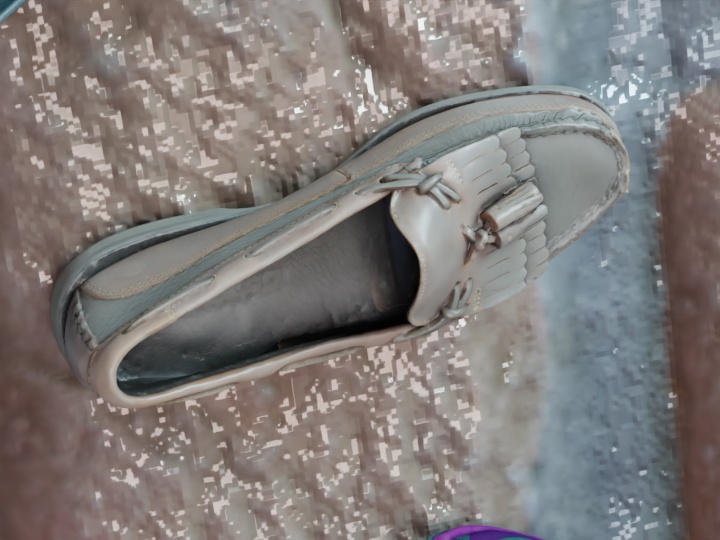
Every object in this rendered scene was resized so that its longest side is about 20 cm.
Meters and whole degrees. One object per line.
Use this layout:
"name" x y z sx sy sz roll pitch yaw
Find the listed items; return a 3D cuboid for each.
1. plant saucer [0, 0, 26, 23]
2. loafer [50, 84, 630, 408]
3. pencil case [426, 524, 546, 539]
"plant saucer" -0.098 -0.130 0.847 0.200 0.019 0.070 -43 115 -7
"loafer" 0.000 0.000 0.912 0.199 0.063 0.072 -20 115 -7
"pencil case" 0.028 0.194 0.981 0.092 0.085 0.201 25 105 7
